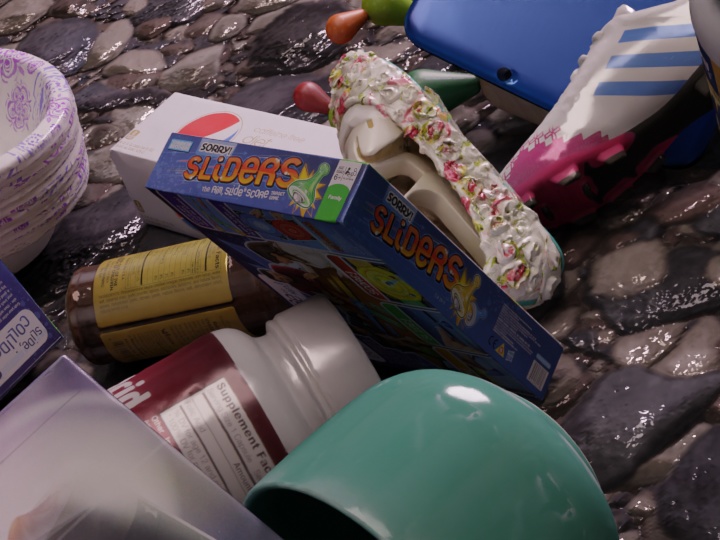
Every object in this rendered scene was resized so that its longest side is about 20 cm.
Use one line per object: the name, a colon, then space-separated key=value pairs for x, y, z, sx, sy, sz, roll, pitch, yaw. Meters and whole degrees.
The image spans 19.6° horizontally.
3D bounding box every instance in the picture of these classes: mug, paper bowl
mug: x=0.029 y=0.116 z=0.934 sx=0.114 sy=0.152 sz=0.185 roll=-39 pitch=36 yaw=-28
paper bowl: x=-0.279 y=-0.057 z=1.378 sx=0.200 sy=0.105 sz=0.201 roll=-6 pitch=34 yaw=4

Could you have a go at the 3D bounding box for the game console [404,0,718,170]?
game console: x=0.155 y=-0.166 z=1.291 sx=0.200 sy=0.119 sz=0.171 roll=28 pitch=21 yaw=12

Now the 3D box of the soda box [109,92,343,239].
soda box: x=-0.064 y=-0.055 z=1.305 sx=0.200 sy=0.064 sz=0.068 roll=15 pitch=49 yaw=44

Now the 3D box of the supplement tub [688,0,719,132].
supplement tub: x=0.246 y=-0.112 z=1.059 sx=0.144 sy=0.200 sz=0.145 roll=-12 pitch=48 yaw=13

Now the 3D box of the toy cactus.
toy cactus: x=0.071 y=-0.134 z=1.331 sx=0.200 sy=0.102 sz=0.165 roll=-36 pitch=55 yaw=-23

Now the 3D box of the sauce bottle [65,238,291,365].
sauce bottle: x=-0.071 y=0.010 z=1.217 sx=0.200 sy=0.065 sz=0.065 roll=-10 pitch=36 yaw=19

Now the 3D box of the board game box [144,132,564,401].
board game box: x=0.000 y=0.000 z=1.072 sx=0.135 sy=0.200 sz=0.035 roll=11 pitch=70 yaw=40

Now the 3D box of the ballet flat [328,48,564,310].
ballet flat: x=0.034 y=-0.051 z=1.169 sx=0.064 sy=0.076 sz=0.200 roll=-24 pitch=57 yaw=-35

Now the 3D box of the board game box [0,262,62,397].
board game box: x=-0.284 y=0.054 z=1.207 sx=0.200 sy=0.135 sz=0.034 roll=-47 pitch=18 yaw=-33

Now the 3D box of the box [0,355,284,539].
box: x=-0.125 y=0.181 z=0.883 sx=0.198 sy=0.123 sz=0.200 roll=38 pitch=60 yaw=13

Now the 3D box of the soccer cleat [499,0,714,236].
soccer cleat: x=0.147 y=-0.098 z=1.196 sx=0.200 sy=0.070 sz=0.086 roll=-36 pitch=59 yaw=10

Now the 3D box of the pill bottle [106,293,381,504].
pill bottle: x=-0.084 y=0.100 z=1.056 sx=0.200 sy=0.114 sz=0.114 roll=-29 pitch=34 yaw=-9
